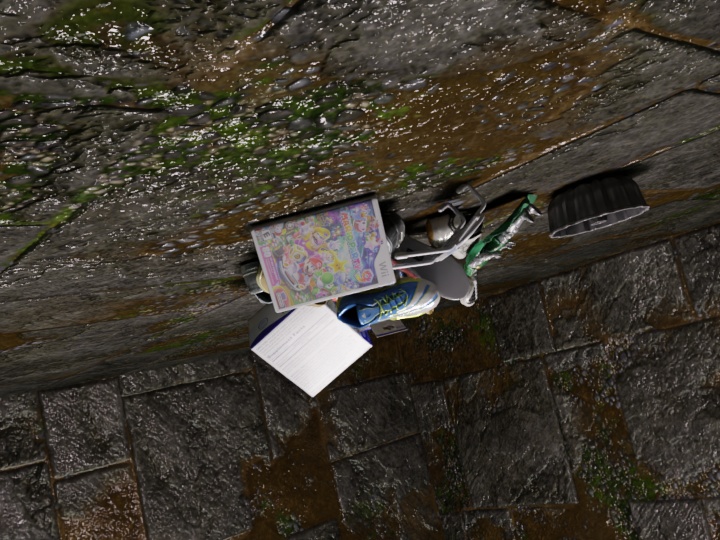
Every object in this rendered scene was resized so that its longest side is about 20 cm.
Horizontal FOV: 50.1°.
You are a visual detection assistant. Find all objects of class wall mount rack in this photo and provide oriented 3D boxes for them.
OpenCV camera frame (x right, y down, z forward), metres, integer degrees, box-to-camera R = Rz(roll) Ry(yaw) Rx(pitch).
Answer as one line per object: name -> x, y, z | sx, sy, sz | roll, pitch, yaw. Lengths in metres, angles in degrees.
wall mount rack -> 0.122, -0.051, 1.260 | 0.174, 0.074, 0.200 | -49, 180, -14

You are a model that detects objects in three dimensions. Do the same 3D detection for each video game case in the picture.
video game case -> -0.055, -0.024, 1.178 | 0.195, 0.146, 0.018 | -14, -155, 2

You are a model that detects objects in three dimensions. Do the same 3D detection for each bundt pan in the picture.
bundt pan -> 0.457, -0.129, 1.506 | 0.197, 0.078, 0.202 | -13, 172, -2

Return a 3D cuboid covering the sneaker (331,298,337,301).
sneaker -> -0.038, 0.015, 1.551 | 0.082, 0.077, 0.200 | -4, -167, -7

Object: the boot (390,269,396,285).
boot -> 0.000, 0.000, 1.430 | 0.094, 0.077, 0.200 | 1, -166, -13

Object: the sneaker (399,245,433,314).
sneaker -> 0.126, -0.012, 1.537 | 0.088, 0.203, 0.076 | 14, 144, 9

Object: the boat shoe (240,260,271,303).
boat shoe -> -0.190, 0.030, 1.507 | 0.068, 0.073, 0.201 | -13, 172, 3

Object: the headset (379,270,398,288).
headset -> 0.055, 0.010, 1.621 | 0.125, 0.093, 0.201 | -57, -176, 26

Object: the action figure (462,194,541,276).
action figure -> 0.261, -0.054, 1.473 | 0.117, 0.055, 0.200 | -32, 168, -49

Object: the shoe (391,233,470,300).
shoe -> 0.119, -0.013, 1.455 | 0.072, 0.198, 0.091 | -58, 175, 0

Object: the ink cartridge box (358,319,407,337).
ink cartridge box -> 0.009, 0.067, 1.653 | 0.098, 0.202, 0.039 | -6, 143, -43

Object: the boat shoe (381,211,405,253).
boat shoe -> 0.046, -0.059, 1.307 | 0.070, 0.073, 0.200 | -35, -177, -2

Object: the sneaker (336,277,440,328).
sneaker -> 0.045, 0.070, 1.391 | 0.195, 0.077, 0.105 | -8, -159, 19

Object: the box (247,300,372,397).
box -> -0.109, 0.134, 1.638 | 0.183, 0.106, 0.200 | -40, 121, 13

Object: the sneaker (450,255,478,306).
sneaker -> 0.206, -0.006, 1.604 | 0.079, 0.203, 0.076 | -1, 135, 6

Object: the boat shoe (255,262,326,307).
boat shoe -> -0.126, 0.024, 1.434 | 0.062, 0.075, 0.201 | 16, 166, 26

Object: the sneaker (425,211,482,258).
sneaker -> 0.204, -0.070, 1.480 | 0.086, 0.078, 0.199 | -18, 172, 29
